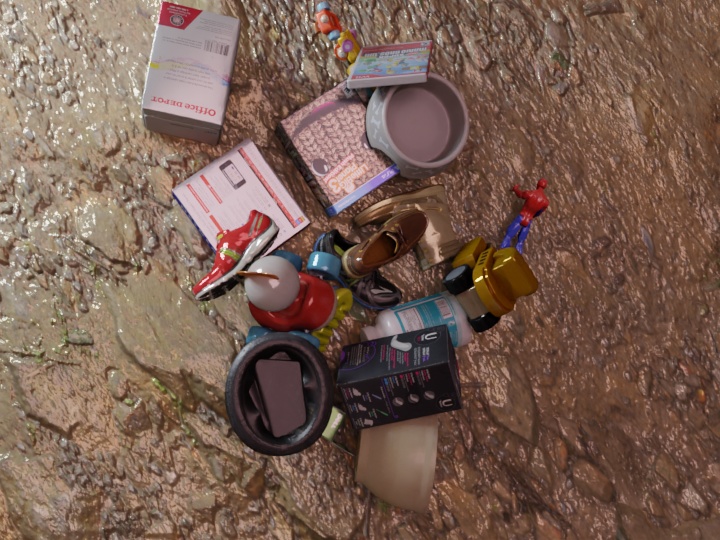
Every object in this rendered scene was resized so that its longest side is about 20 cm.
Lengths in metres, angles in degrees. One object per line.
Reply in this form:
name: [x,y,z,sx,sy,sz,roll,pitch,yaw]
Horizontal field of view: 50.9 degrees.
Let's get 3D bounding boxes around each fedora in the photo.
fedora: [-0.139,0.206,1.277,0.198,0.092,0.203,1,84,-11]

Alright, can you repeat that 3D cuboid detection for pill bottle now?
pill bottle: [0.102,0.115,1.439,0.198,0.111,0.112,-16,88,-13]

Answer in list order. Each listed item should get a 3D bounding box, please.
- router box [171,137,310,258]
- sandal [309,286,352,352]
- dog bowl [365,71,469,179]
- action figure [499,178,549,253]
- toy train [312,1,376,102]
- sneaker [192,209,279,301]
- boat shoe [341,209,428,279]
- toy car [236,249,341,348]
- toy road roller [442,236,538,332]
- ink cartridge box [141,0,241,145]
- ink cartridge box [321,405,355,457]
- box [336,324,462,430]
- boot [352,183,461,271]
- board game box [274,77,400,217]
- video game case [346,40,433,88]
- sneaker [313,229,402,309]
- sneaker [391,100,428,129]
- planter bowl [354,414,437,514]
router box: [-0.223,-0.117,1.421,0.179,0.049,0.201,-36,93,-14]
sandal: [-0.097,0.107,1.423,0.087,0.079,0.201,31,84,30]
dog bowl: [0.112,-0.272,1.395,0.198,0.059,0.202,1,88,-19]
action figure: [0.321,-0.099,1.542,0.065,0.099,0.201,24,102,-11]
toy train: [-0.036,-0.408,1.461,0.055,0.150,0.202,-21,94,22]
sneaker: [-0.234,-0.028,1.356,0.085,0.077,0.200,41,71,5]
boat shoe: [0.057,-0.050,1.386,0.199,0.067,0.072,-35,99,-27]
toy car: [-0.154,0.031,1.321,0.200,0.175,0.186,39,61,-51]
toy road roller: [0.256,0.010,1.405,0.123,0.145,0.200,55,31,-12]
ink cartridge box: [-0.307,-0.351,1.377,0.144,0.145,0.202,11,81,-12]
ink cartridge box: [-0.087,0.259,1.384,0.199,0.104,0.060,32,79,-8]
box: [0.070,0.187,1.330,0.198,0.123,0.107,-13,116,11]
boot: [0.095,-0.071,1.479,0.198,0.073,0.157,-17,89,-18]
board game box: [-0.042,-0.229,1.436,0.159,0.097,0.201,-35,97,-9]
video game case: [0.059,-0.382,1.397,0.141,0.201,0.018,-2,123,10]
sneaker: [0.000,0.000,1.437,0.199,0.083,0.071,41,45,-6]
sneaker: [0.107,-0.263,1.475,0.199,0.089,0.079,33,76,-31]
planter bowl: [0.059,0.330,1.372,0.133,0.200,0.202,6,83,0]
